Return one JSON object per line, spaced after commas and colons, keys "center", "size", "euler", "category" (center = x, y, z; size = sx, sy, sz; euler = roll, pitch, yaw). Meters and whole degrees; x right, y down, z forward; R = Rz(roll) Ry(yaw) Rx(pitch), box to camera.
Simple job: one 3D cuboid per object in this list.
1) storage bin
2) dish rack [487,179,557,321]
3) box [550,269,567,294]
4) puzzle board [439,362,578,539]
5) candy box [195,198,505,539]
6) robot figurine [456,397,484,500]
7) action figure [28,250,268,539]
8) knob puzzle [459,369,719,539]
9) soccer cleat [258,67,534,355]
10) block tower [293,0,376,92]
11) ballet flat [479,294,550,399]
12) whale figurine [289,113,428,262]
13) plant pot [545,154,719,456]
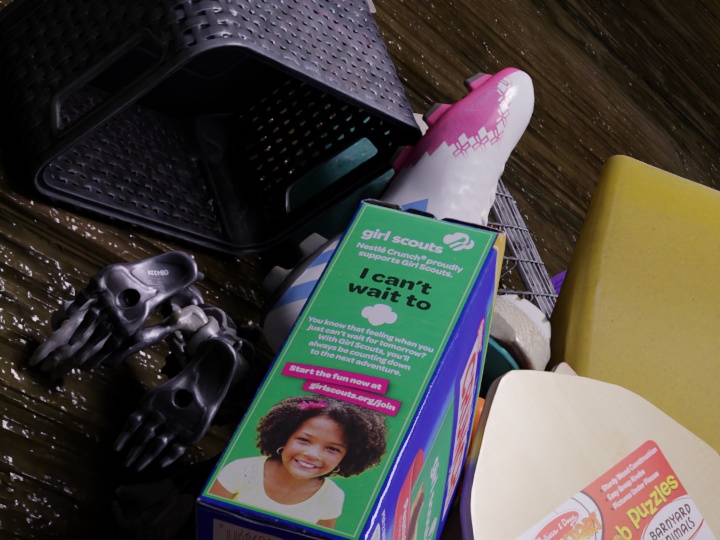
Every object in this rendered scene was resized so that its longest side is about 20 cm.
{"center": [-0.077, -0.095, 0.950], "size": [0.200, 0.135, 0.094], "euler": [19, 44, -55], "category": "storage bin"}
{"center": [0.072, -0.014, 1.259], "size": [0.200, 0.054, 0.154], "euler": [5, 60, -63], "category": "dish rack"}
{"center": [0.246, 0.065, 1.421], "size": [0.200, 0.122, 0.106], "euler": [33, 35, -44], "category": "box"}
{"center": [0.136, 0.167, 0.959], "size": [0.200, 0.017, 0.151], "euler": [47, 49, -6], "category": "puzzle board"}
{"center": [-0.004, 0.096, 0.811], "size": [0.200, 0.077, 0.170], "euler": [-65, 165, -46], "category": "candy box"}
{"center": [0.086, 0.171, 1.009], "size": [0.144, 0.116, 0.201], "euler": [81, -11, -72], "category": "robot figurine"}
{"center": [-0.089, 0.052, 0.828], "size": [0.119, 0.102, 0.200], "euler": [56, -3, 10], "category": "action figure"}
{"center": [0.120, 0.142, 0.930], "size": [0.219, 0.030, 0.221], "euler": [15, 60, -28], "category": "knob puzzle"}
{"center": [0.036, -0.016, 0.957], "size": [0.086, 0.200, 0.070], "euler": [42, -10, 14], "category": "soccer cleat"}
{"center": [-0.045, -0.141, 1.163], "size": [0.200, 0.054, 0.058], "euler": [-25, 93, -65], "category": "block tower"}
{"center": [0.082, 0.043, 1.095], "size": [0.067, 0.062, 0.200], "euler": [42, -14, 5], "category": "ballet flat"}
{"center": [0.000, 0.000, 1.066], "size": [0.159, 0.103, 0.201], "euler": [93, 8, -62], "category": "whale figurine"}
{"center": [0.198, 0.084, 1.124], "size": [0.199, 0.200, 0.177], "euler": [22, 53, 8], "category": "plant pot"}
